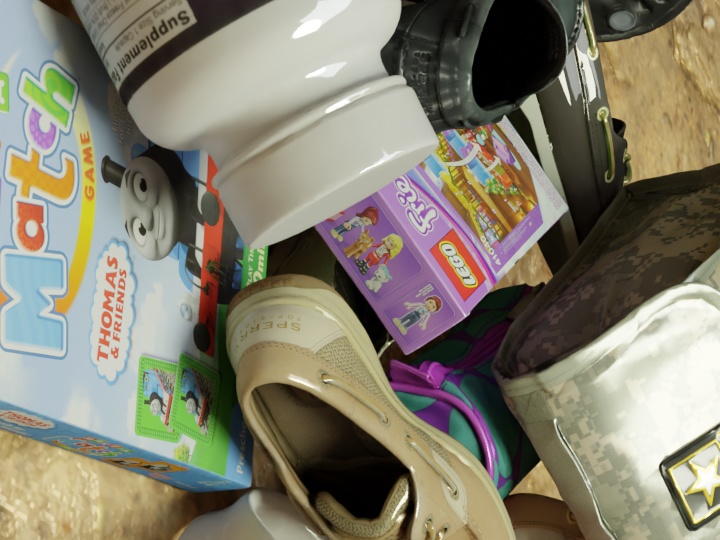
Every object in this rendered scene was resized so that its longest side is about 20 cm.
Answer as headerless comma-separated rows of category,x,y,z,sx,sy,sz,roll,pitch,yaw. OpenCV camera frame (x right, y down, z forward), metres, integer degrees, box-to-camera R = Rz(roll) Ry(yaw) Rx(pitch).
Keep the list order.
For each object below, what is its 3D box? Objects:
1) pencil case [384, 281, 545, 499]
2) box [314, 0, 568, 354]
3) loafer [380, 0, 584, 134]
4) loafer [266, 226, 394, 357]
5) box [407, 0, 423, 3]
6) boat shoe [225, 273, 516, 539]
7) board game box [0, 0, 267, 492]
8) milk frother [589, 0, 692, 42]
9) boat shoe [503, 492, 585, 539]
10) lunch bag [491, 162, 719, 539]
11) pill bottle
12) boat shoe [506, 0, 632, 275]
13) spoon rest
pencil case,0.053,0.065,1.007,0.200,0.084,0.093,-32,135,-65
box,0.001,-0.077,0.922,0.201,0.039,0.137,55,32,-3
loafer,0.059,-0.095,0.897,0.200,0.070,0.069,-30,121,-58
loafer,0.000,0.000,0.957,0.076,0.068,0.201,65,35,-31
box,0.037,-0.254,0.906,0.047,0.193,0.201,7,52,-22
boat shoe,0.004,0.092,0.866,0.200,0.071,0.065,52,23,-32
board game box,-0.103,-0.008,0.808,0.200,0.036,0.153,27,62,-55
milk frother,0.146,-0.262,1.110,0.180,0.199,0.189,45,36,-36
boat shoe,0.132,0.146,1.049,0.199,0.073,0.070,18,66,-53
lunch bag,0.156,0.064,0.975,0.200,0.117,0.165,-47,115,-44
pill bottle,-0.053,-0.115,0.777,0.201,0.111,0.111,62,30,3
boat shoe,0.107,-0.065,1.060,0.072,0.060,0.202,-128,-164,-60
spoon rest,-0.056,0.131,0.831,0.061,0.099,0.200,60,16,1
